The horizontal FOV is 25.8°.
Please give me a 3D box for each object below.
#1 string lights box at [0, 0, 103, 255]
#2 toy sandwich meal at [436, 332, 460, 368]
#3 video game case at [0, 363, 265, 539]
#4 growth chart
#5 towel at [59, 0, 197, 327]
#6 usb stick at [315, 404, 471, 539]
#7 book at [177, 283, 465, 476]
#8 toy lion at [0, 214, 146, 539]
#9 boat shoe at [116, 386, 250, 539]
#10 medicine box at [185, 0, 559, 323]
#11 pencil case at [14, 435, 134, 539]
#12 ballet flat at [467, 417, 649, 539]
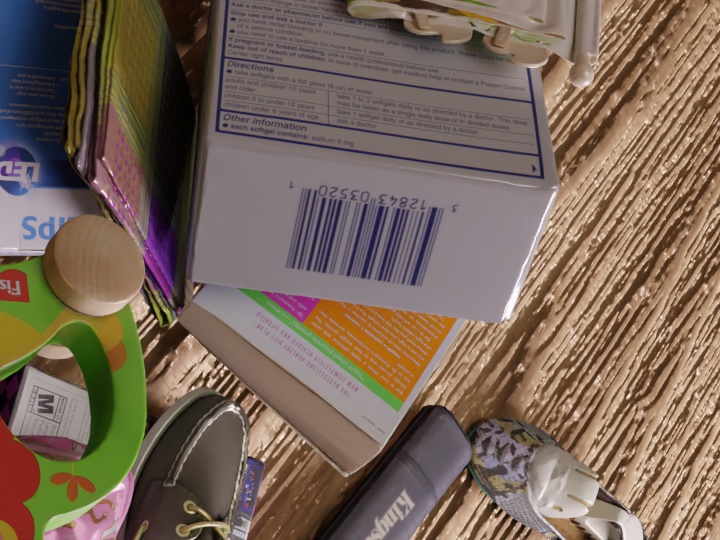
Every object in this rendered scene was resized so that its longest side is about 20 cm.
[{"bbox_3d":[-0.178,-0.109,0.831,0.102,0.059,0.203,0,88,-46],"label":"string lights box"},{"bbox_3d":[0.025,-0.011,1.026,0.204,0.070,0.208,3,86,-45],"label":"toy sandwich meal"},{"bbox_3d":[-0.148,0.175,0.863,0.180,0.036,0.202,28,69,-40],"label":"video game case"},{"bbox_3d":[0.045,-0.168,0.876,0.145,0.198,0.018,-65,173,-47],"label":"growth chart"},{"bbox_3d":[-0.115,-0.070,0.827,0.200,0.022,0.145,74,16,-64],"label":"towel"},{"bbox_3d":[0.009,0.167,1.028,0.200,0.032,0.056,-47,121,-36],"label":"usb stick"},{"bbox_3d":[0.000,0.000,0.916,0.133,0.048,0.200,41,52,-4],"label":"book"},{"bbox_3d":[-0.181,0.068,0.669,0.198,0.069,0.194,5,62,-36],"label":"toy lion"},{"bbox_3d":[-0.100,0.158,0.844,0.072,0.060,0.203,40,61,-37],"label":"boat shoe"},{"bbox_3d":[0.002,-0.086,0.868,0.180,0.104,0.201,7,44,-8],"label":"medicine box"},{"bbox_3d":[-0.163,0.179,0.766,0.086,0.082,0.203,13,77,-36],"label":"pencil case"},{"bbox_3d":[0.157,0.169,1.154,0.200,0.072,0.073,43,59,-35],"label":"ballet flat"}]
